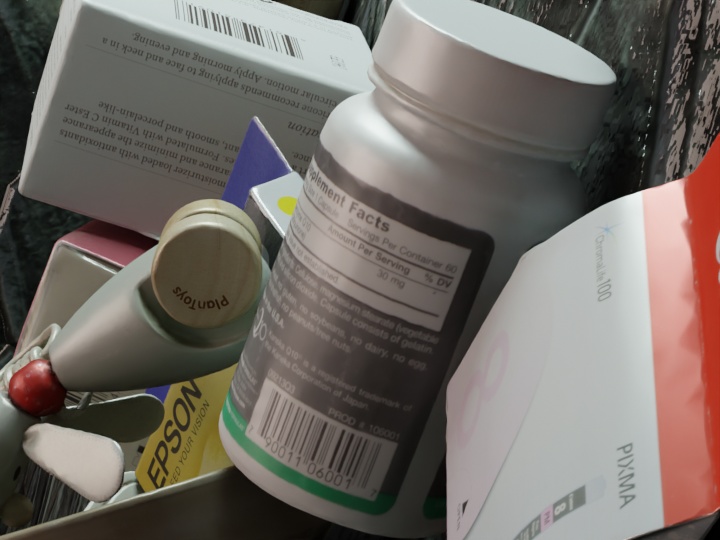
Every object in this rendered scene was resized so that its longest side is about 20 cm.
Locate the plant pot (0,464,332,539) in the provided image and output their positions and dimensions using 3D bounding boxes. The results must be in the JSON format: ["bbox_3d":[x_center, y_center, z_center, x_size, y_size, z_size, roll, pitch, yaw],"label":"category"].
[{"bbox_3d":[-0.092,0.186,0.981,0.200,0.200,0.174,154,100,-74],"label":"plant pot"}]

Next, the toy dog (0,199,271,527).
[{"bbox_3d":[-0.099,0.054,1.021,0.200,0.096,0.132,-40,8,28],"label":"toy dog"}]

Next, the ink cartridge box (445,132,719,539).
[{"bbox_3d":[0.082,0.037,0.737,0.163,0.057,0.200,-86,13,-48],"label":"ink cartridge box"}]

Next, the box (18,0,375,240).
[{"bbox_3d":[-0.100,-0.102,1.392,0.200,0.199,0.131,-109,38,-70],"label":"box"}]

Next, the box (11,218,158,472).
[{"bbox_3d":[-0.127,0.035,1.389,0.200,0.109,0.128,-41,-26,-71],"label":"box"}]

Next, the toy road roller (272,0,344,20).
[{"bbox_3d":[-0.077,-0.235,1.600,0.200,0.146,0.123,-99,28,-64],"label":"toy road roller"}]

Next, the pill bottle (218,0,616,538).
[{"bbox_3d":[0.024,-0.003,0.896,0.113,0.113,0.200,-106,35,-69],"label":"pill bottle"}]

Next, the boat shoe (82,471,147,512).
[{"bbox_3d":[-0.149,0.202,1.156,0.060,0.074,0.200,-16,56,56],"label":"boat shoe"}]

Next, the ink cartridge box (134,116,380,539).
[{"bbox_3d":[-0.051,0.062,1.096,0.200,0.047,0.198,51,133,34],"label":"ink cartridge box"}]
